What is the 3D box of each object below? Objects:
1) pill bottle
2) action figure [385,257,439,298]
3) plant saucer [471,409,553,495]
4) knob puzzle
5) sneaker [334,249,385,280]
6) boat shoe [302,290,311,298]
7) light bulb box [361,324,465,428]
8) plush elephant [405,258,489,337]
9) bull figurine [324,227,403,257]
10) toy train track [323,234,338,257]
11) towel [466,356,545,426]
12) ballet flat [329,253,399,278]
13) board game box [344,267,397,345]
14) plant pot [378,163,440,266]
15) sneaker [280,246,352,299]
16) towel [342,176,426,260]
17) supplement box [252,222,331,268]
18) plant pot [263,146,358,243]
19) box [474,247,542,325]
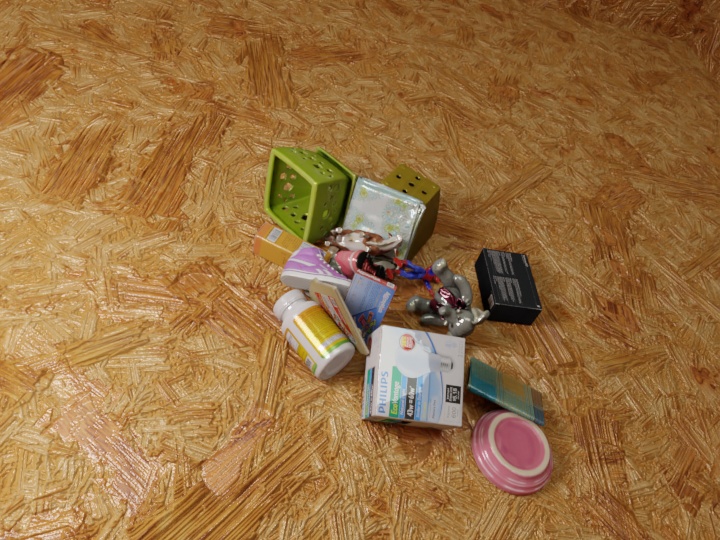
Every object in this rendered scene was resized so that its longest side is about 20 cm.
[{"bbox_3d":[-0.113,0.143,1.417,0.110,0.112,0.200,-26,63,-35],"label":"pill bottle"},{"bbox_3d":[0.165,0.025,1.619,0.198,0.065,0.099,7,40,-47],"label":"action figure"},{"bbox_3d":[0.352,0.404,1.398,0.197,0.051,0.203,10,49,-12],"label":"plant saucer"},{"bbox_3d":[-0.057,0.099,1.429,0.030,0.221,0.220,-34,66,-21],"label":"knob puzzle"},{"bbox_3d":[0.000,0.000,1.549,0.086,0.200,0.075,12,68,29],"label":"sneaker"},{"bbox_3d":[-0.052,0.075,1.525,0.197,0.074,0.075,17,54,14],"label":"boat shoe"},{"bbox_3d":[0.116,0.241,1.364,0.197,0.125,0.201,9,71,-12],"label":"light bulb box"},{"bbox_3d":[0.230,0.105,1.535,0.199,0.165,0.155,36,17,-19],"label":"plush elephant"},{"bbox_3d":[0.008,-0.072,1.565,0.197,0.066,0.121,4,-3,29],"label":"bull figurine"},{"bbox_3d":[-0.021,-0.064,1.681,0.198,0.033,0.115,29,47,5],"label":"toy train track"},{"bbox_3d":[0.348,0.292,1.479,0.198,0.022,0.147,27,23,3],"label":"towel"},{"bbox_3d":[0.016,-0.017,1.618,0.197,0.072,0.072,2,50,-17],"label":"ballet flat"},{"bbox_3d":[0.008,0.090,1.444,0.102,0.201,0.020,25,41,3],"label":"board game box"},{"bbox_3d":[0.114,-0.172,1.714,0.199,0.178,0.200,33,44,10],"label":"plant pot"},{"bbox_3d":[-0.084,-0.002,1.488,0.198,0.073,0.115,16,53,8],"label":"sneaker"},{"bbox_3d":[0.058,-0.134,1.615,0.198,0.173,0.048,24,18,14],"label":"towel"},{"bbox_3d":[-0.177,-0.045,1.587,0.198,0.067,0.069,28,45,5],"label":"supplement box"},{"bbox_3d":[-0.126,-0.213,1.652,0.180,0.201,0.200,-20,48,-39],"label":"plant pot"},{"bbox_3d":[0.408,0.043,1.708,0.139,0.079,0.202,6,48,-10],"label":"box"}]
